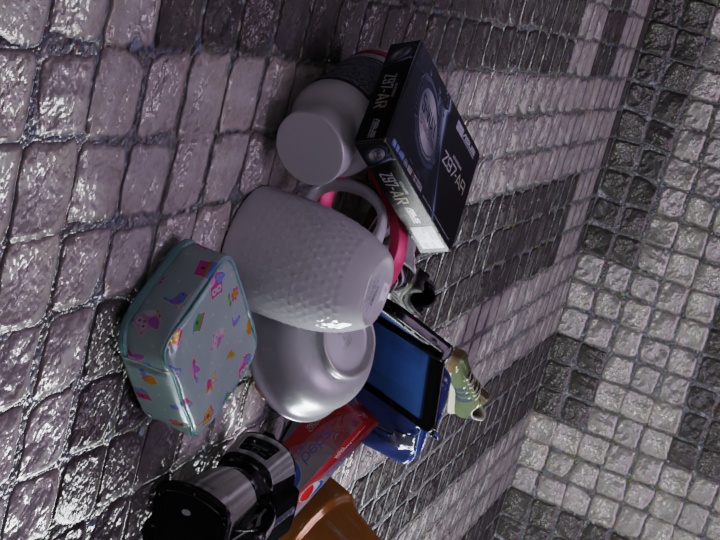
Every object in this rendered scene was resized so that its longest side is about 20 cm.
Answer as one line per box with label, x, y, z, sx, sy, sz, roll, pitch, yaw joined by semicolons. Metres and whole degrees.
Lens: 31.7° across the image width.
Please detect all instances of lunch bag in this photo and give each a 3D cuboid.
lunch bag;-0.182;0.073;1.373;0.201;0.076;0.161;82;31;-54
lunch bag;0.037;0.199;1.926;0.133;0.198;0.137;-50;158;-40

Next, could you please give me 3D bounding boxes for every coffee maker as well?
coffee maker;-0.179;0.315;1.582;0.193;0.135;0.200;-53;168;24

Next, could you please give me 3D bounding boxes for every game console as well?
game console;0.023;0.104;1.728;0.175;0.199;0.117;37;85;-39

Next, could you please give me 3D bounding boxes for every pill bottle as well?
pill bottle;-0.016;-0.182;1.525;0.200;0.118;0.121;-44;148;-53

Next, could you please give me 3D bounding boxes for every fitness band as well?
fitness band;0.000;-0.059;1.597;0.037;0.201;0.144;13;133;-42

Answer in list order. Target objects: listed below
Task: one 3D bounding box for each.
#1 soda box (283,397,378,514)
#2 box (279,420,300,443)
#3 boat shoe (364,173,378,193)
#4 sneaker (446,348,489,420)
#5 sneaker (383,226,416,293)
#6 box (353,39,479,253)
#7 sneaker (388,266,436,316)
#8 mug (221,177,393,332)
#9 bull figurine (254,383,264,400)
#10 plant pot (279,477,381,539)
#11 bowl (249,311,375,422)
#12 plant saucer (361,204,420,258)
soda box;-0.070;0.259;1.765;0.200;0.070;0.063;-49;157;10
box;-0.087;0.291;1.928;0.122;0.032;0.201;-61;160;-26
boat shoe;0.045;-0.134;1.822;0.075;0.068;0.201;-58;163;-34
sneaker;0.235;0.248;2.699;0.067;0.089;0.201;-55;155;-36
sneaker;0.041;-0.006;1.710;0.077;0.080;0.200;-66;165;18
box;0.072;-0.145;1.514;0.201;0.043;0.161;56;42;-42
sneaker;0.081;0.053;2.077;0.074;0.087;0.201;-59;159;-29
mug;-0.045;-0.025;1.509;0.201;0.174;0.148;-61;160;-25
bull figurine;-0.087;0.139;1.730;0.200;0.064;0.123;33;73;-73
plant pot;-0.042;0.438;1.897;0.200;0.182;0.201;-42;152;-29
bowl;-0.044;0.090;1.617;0.200;0.090;0.204;8;79;-47
plant saucer;0.061;-0.075;1.797;0.200;0.032;0.201;-37;154;-22
